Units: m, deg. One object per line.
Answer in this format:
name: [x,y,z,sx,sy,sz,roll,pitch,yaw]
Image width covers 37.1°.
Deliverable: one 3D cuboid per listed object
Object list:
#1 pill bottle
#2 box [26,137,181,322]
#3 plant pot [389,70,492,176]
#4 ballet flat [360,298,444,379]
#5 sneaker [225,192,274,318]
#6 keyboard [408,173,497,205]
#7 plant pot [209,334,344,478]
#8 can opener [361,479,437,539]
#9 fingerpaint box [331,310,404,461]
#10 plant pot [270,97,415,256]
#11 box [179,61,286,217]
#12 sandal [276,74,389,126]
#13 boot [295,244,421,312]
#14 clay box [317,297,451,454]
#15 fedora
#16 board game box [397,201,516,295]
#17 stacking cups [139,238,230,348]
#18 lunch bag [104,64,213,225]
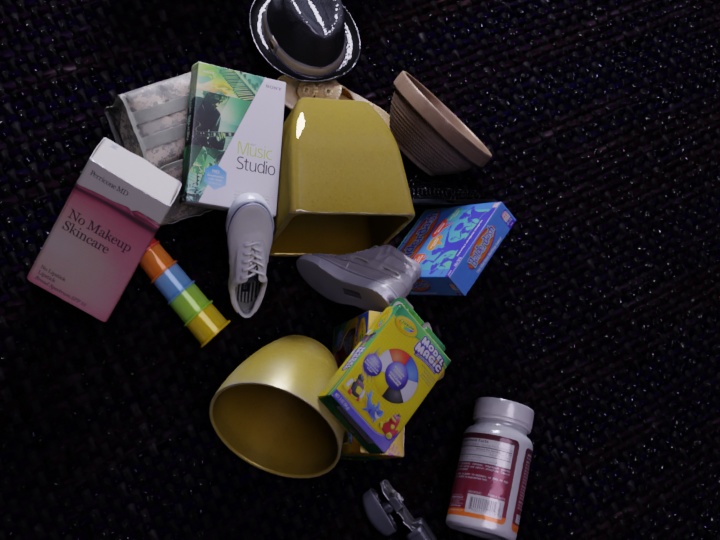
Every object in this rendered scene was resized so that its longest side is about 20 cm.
pill bottle: [0.205,0.308,1.666,0.112,0.114,0.204,19,72,-16]
box: [-0.352,-0.056,1.480,0.126,0.109,0.202,29,109,-12]
plant pot: [0.111,-0.219,1.727,0.200,0.201,0.093,41,104,-9]
ballet flat: [0.072,0.090,1.680,0.200,0.063,0.069,44,36,-7]
sneaker: [-0.156,-0.018,1.551,0.072,0.203,0.071,-8,43,-14]
keyboard: [0.119,-0.131,1.717,0.197,0.104,0.040,-1,104,-32]
plant pot: [-0.102,0.180,1.552,0.198,0.200,0.143,34,45,-11]
can opener: [0.075,0.411,1.639,0.066,0.053,0.202,-33,92,9]
fingerpaint box: [0.008,0.175,1.590,0.072,0.167,0.204,8,77,-19]
plant pot: [-0.048,-0.147,1.630,0.192,0.194,0.204,-1,73,-21]
box: [-0.182,-0.186,1.548,0.142,0.036,0.205,8,81,-30]
sandal: [-0.032,-0.274,1.720,0.209,0.070,0.079,23,72,-15]
boot: [0.000,0.000,1.632,0.096,0.198,0.074,-45,140,-30]
clay box: [0.043,0.140,1.489,0.115,0.047,0.201,47,63,-15]
fedora: [-0.080,-0.399,1.690,0.196,0.092,0.204,7,62,-13]
board game box: [0.129,-0.032,1.660,0.045,0.199,0.153,46,66,-22]
stacking cups: [-0.278,0.021,1.573,0.060,0.060,0.200,-43,94,-23]
lunch bag: [-0.265,-0.177,1.589,0.162,0.117,0.204,-22,95,-27]
